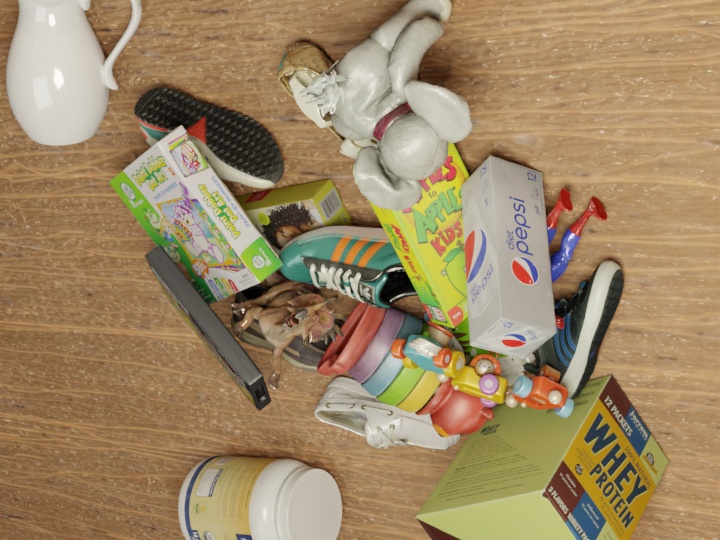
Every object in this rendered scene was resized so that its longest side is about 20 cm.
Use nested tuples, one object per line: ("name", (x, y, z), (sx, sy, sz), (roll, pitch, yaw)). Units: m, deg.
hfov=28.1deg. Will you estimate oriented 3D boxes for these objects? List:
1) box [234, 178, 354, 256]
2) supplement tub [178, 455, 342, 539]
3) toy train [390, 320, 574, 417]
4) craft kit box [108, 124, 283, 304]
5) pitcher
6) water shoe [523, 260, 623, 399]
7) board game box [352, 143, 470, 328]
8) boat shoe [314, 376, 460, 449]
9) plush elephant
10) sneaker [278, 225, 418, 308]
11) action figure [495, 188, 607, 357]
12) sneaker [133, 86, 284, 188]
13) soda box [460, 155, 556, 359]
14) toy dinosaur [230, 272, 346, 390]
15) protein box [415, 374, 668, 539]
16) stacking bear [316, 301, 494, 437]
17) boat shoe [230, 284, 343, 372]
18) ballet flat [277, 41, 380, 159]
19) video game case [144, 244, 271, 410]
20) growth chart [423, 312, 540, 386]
("box", (-0.107, -0.056, 1.730), (0.199, 0.050, 0.076), (-8, 119, 40))
("supplement tub", (-0.139, 0.333, 2.000), (0.199, 0.145, 0.145), (-3, 122, 37))
("toy train", (0.136, 0.102, 1.588), (0.199, 0.056, 0.150), (26, 163, -14))
("craft kit box", (-0.198, -0.059, 1.702), (0.198, 0.048, 0.200), (56, 153, -6))
("pitcher", (-0.337, -0.253, 1.697), (0.170, 0.121, 0.201), (7, 118, 11))
("water shoe", (0.227, 0.062, 1.575), (0.079, 0.072, 0.201), (28, 135, 18))
("board game box", (0.083, -0.050, 1.556), (0.048, 0.101, 0.201), (14, 137, 60))
("boat shoe", (0.031, 0.196, 1.813), (0.199, 0.069, 0.071), (13, 136, 33))
("plush elephant", (0.043, -0.160, 1.434), (0.155, 0.200, 0.165), (48, 129, -2))
("sneaker", (0.000, 0.000, 1.630), (0.198, 0.080, 0.072), (-3, 139, 11))
("action figure", (0.192, 0.022, 1.519), (0.065, 0.099, 0.201), (14, 130, -18))
("sneaker", (-0.176, -0.143, 1.708), (0.199, 0.071, 0.094), (25, 153, 13))
("soda box", (0.149, -0.015, 1.472), (0.068, 0.201, 0.063), (15, 144, -23))
("toy dinosaur", (-0.077, 0.045, 1.696), (0.135, 0.201, 0.086), (-37, 117, 20))
("protein box", (0.210, 0.251, 1.645), (0.198, 0.200, 0.135), (-21, 111, 44))
("stacking bear", (0.066, 0.124, 1.690), (0.199, 0.114, 0.121), (34, 169, -7))
("boat shoe", (-0.080, 0.069, 1.796), (0.199, 0.075, 0.074), (15, 132, 23))
("ballet flat", (-0.017, -0.162, 1.569), (0.200, 0.065, 0.071), (42, 137, -2))
("video game case", (-0.181, 0.073, 1.736), (0.200, 0.025, 0.181), (50, 170, 11))
("growth chart", (0.123, 0.103, 1.722), (0.145, 0.018, 0.200), (46, 136, -4))
